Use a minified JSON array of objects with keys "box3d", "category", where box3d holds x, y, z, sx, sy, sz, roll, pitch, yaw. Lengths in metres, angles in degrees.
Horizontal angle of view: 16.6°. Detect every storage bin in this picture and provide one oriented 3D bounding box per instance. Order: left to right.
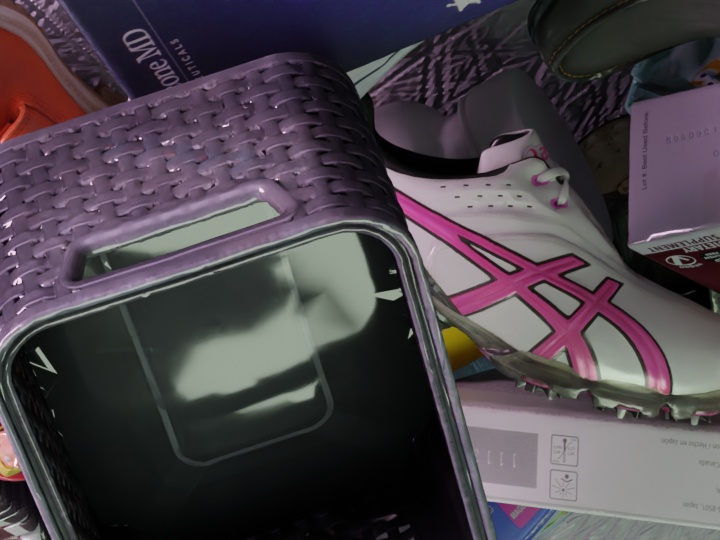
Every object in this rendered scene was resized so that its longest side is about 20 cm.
[{"box3d":[-0.039,0.046,0.816,0.134,0.094,0.201,-18,130,-2],"category":"storage bin"}]

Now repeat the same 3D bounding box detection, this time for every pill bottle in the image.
[{"box3d":[0.000,0.000,1.035,0.199,0.113,0.112,-30,149,18],"category":"pill bottle"}]

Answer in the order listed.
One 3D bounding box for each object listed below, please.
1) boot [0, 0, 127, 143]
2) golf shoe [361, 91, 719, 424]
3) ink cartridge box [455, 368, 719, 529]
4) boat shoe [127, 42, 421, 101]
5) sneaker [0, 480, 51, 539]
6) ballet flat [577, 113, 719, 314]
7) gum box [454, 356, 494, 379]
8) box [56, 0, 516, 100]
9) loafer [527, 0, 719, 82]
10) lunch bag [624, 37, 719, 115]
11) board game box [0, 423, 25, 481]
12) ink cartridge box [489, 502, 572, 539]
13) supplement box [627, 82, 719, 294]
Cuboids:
[{"box3d":[-0.130,-0.032,0.914,0.075,0.108,0.200,-29,148,21],"category":"boot"},{"box3d":[0.066,-0.003,0.935,0.199,0.073,0.093,19,98,-7],"category":"golf shoe"},{"box3d":[0.144,0.067,1.031,0.199,0.045,0.176,5,-172,25],"category":"ink cartridge box"},{"box3d":[-0.004,-0.111,0.899,0.199,0.074,0.067,-32,148,-2],"category":"boat shoe"},{"box3d":[-0.211,0.092,1.112,0.115,0.076,0.200,-12,147,5],"category":"sneaker"},{"box3d":[0.143,-0.017,1.146,0.066,0.057,0.200,-25,150,9],"category":"ballet flat"},{"box3d":[-0.034,0.100,1.103,0.169,0.200,0.045,-26,106,28],"category":"gum box"},{"box3d":[-0.011,-0.147,0.787,0.199,0.105,0.148,-23,151,7],"category":"box"},{"box3d":[0.145,-0.106,0.867,0.199,0.073,0.073,-28,159,36],"category":"loafer"},{"box3d":[0.224,-0.094,0.996,0.200,0.123,0.170,-34,148,28],"category":"lunch bag"},{"box3d":[-0.116,0.061,0.947,0.157,0.039,0.200,13,160,16],"category":"board game box"},{"box3d":[0.100,0.103,1.258,0.200,0.042,0.119,-29,163,-41],"category":"ink cartridge box"},{"box3d":[0.200,-0.016,0.951,0.108,0.061,0.200,-11,158,38],"category":"supplement box"}]
